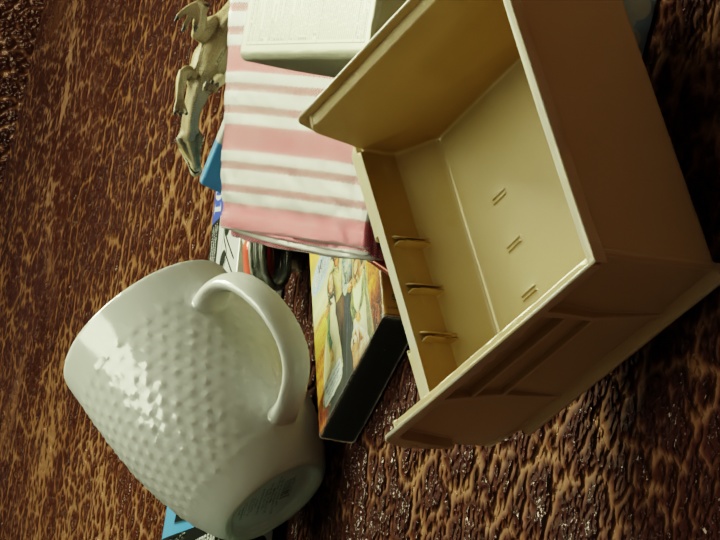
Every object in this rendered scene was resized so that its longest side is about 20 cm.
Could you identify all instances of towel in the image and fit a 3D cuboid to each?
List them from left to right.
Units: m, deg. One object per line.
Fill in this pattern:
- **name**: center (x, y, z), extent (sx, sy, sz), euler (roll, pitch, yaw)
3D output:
- **towel**: center (-0.033, -0.112, 1.671), extent (0.146, 0.030, 0.200), euler (10, 100, 43)

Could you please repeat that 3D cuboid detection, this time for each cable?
- **cable**: center (-0.087, -0.063, 1.975), extent (0.097, 0.050, 0.200), euler (-64, -36, -57)

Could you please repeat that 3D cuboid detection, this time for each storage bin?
- **storage bin**: center (0.068, -0.037, 1.315), extent (0.199, 0.094, 0.200), euler (-43, 53, 42)

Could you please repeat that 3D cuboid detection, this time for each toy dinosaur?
- **toy dinosaur**: center (-0.101, -0.172, 1.853), extent (0.101, 0.058, 0.200), euler (96, -161, -82)

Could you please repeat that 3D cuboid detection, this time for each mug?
- **mug**: center (-0.101, 0.088, 1.847), extent (0.175, 0.148, 0.200), euler (52, 134, 24)

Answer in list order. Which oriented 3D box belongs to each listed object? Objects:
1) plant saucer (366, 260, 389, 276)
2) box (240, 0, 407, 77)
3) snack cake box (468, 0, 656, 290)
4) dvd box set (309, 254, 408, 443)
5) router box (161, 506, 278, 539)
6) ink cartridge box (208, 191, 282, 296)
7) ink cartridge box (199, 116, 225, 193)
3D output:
- **plant saucer**: center (0.016, -0.114, 1.664), extent (0.200, 0.037, 0.200), euler (35, 119, 36)
- **box**: center (0.005, -0.163, 1.504), extent (0.200, 0.078, 0.095), euler (14, 94, 66)
- **snack cake box**: center (0.096, -0.074, 1.446), extent (0.115, 0.067, 0.200), euler (-130, 52, -71)
- **dvd box set**: center (0.000, 0.000, 1.800), extent (0.146, 0.029, 0.200), euler (117, 156, -46)
- **router box**: center (-0.108, 0.169, 2.026), extent (0.200, 0.051, 0.149), euler (143, 138, -67)
- **ink cartridge box**: center (-0.093, -0.037, 2.121), extent (0.094, 0.044, 0.200), euler (141, 138, -64)
- **ink cartridge box**: center (-0.031, -0.156, 1.831), extent (0.200, 0.086, 0.147), euler (-63, 1, 42)
